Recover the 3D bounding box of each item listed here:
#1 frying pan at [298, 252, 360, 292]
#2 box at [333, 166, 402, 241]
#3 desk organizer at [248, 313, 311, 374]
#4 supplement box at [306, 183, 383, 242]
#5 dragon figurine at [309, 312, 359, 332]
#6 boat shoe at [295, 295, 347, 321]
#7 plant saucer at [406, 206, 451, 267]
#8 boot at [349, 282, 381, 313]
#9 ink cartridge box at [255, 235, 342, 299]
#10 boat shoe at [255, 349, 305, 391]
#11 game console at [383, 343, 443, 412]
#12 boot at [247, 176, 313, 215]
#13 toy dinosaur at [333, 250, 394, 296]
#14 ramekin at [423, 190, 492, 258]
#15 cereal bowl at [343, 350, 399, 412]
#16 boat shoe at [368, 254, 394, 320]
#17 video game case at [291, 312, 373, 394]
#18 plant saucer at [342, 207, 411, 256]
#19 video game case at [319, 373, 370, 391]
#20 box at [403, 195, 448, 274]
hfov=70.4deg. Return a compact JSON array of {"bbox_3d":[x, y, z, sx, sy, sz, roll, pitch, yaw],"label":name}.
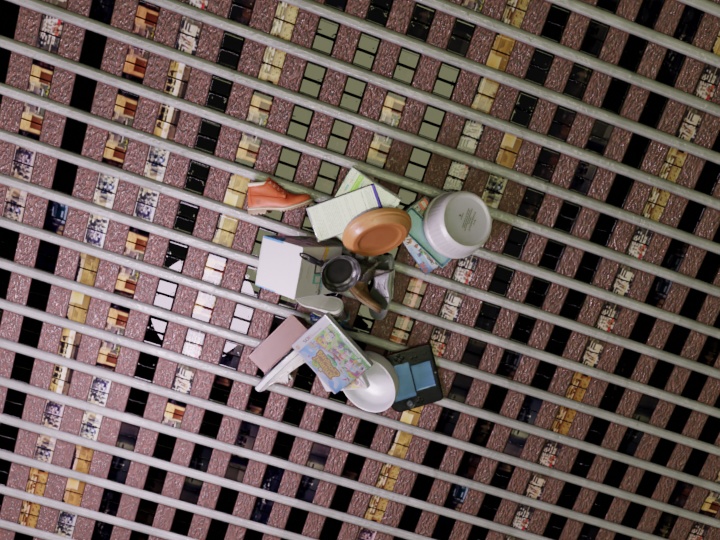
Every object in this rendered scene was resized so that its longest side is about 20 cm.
[{"bbox_3d":[-0.090,0.005,1.392,0.188,0.031,0.116,5,116,-22],"label":"frying pan"},{"bbox_3d":[-0.003,-0.176,1.511,0.176,0.097,0.201,30,98,-7],"label":"box"},{"bbox_3d":[-0.251,0.221,1.593,0.200,0.072,0.077,-44,96,6],"label":"desk organizer"},{"bbox_3d":[-0.039,-0.162,1.415,0.198,0.101,0.104,-20,100,4],"label":"supplement box"},{"bbox_3d":[-0.083,0.160,1.552,0.099,0.200,0.059,-20,128,-25],"label":"dragon figurine"},{"bbox_3d":[-0.123,0.103,1.534,0.072,0.200,0.061,-50,136,-23],"label":"boat shoe"},{"bbox_3d":[0.199,-0.100,1.532,0.200,0.019,0.070,43,96,-9],"label":"plant saucer"},{"bbox_3d":[0.000,0.048,1.542,0.200,0.074,0.076,43,88,18],"label":"boot"},{"bbox_3d":[-0.172,-0.015,1.465,0.146,0.199,0.148,17,101,28],"label":"ink cartridge box"},{"bbox_3d":[-0.244,0.326,1.615,0.200,0.071,0.070,-43,94,1],"label":"boat shoe"},{"bbox_3d":[0.165,0.348,1.648,0.175,0.031,0.202,-14,101,2],"label":"game console"},{"bbox_3d":[-0.240,-0.225,1.511,0.198,0.075,0.108,-4,96,1],"label":"boot"},{"bbox_3d":[0.000,0.000,1.498,0.198,0.077,0.103,-9,141,-28],"label":"toy dinosaur"},{"bbox_3d":[0.291,-0.140,1.493,0.200,0.094,0.205,2,83,-17],"label":"ramekin"},{"bbox_3d":[0.036,0.337,1.597,0.198,0.083,0.202,12,115,27],"label":"cereal bowl"},{"bbox_3d":[0.071,0.052,1.572,0.074,0.065,0.204,9,100,28],"label":"boat shoe"},{"bbox_3d":[-0.086,0.247,1.501,0.200,0.022,0.182,48,123,0],"label":"video game case"},{"bbox_3d":[0.049,-0.097,1.396,0.198,0.200,0.038,-18,63,2],"label":"plant saucer"},{"bbox_3d":[-0.080,0.287,1.569,0.199,0.023,0.183,-18,103,45],"label":"video game case"},{"bbox_3d":[0.196,-0.107,1.559,0.136,0.038,0.201,-35,100,5],"label":"box"}]
